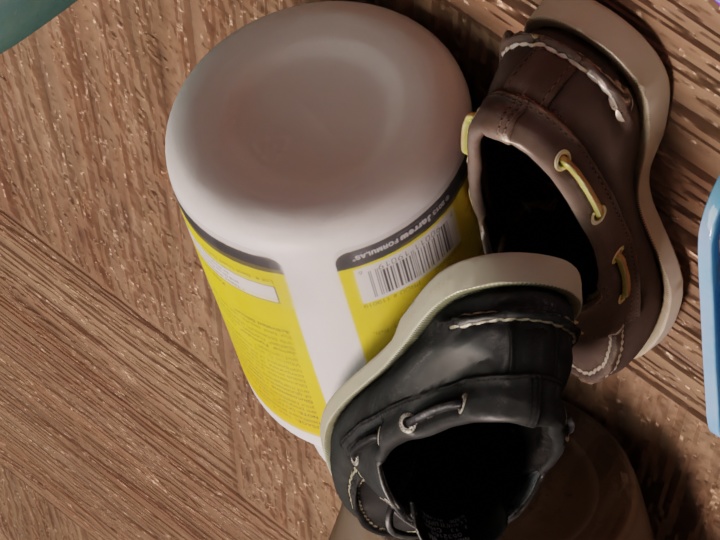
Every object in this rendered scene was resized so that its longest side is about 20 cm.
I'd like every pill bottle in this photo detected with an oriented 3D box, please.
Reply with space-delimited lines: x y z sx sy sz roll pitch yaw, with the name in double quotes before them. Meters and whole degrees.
"pill bottle" 0.000 0.000 0.930 0.112 0.112 0.200 30 156 28

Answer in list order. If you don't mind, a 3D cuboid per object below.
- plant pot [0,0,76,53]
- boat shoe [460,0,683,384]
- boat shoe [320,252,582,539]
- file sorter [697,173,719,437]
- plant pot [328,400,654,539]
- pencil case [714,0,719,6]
"plant pot" -0.175 -0.155 0.872 0.200 0.161 0.201 35 157 17
"boat shoe" 0.070 -0.014 0.853 0.072 0.060 0.200 32 157 22
"boat shoe" 0.033 0.066 0.859 0.074 0.066 0.199 5 152 -18
"file sorter" 0.198 0.020 0.610 0.200 0.123 0.139 31 157 26
"plant pot" 0.054 0.152 1.058 0.200 0.200 0.174 30 140 29
"pencil case" 0.047 -0.135 0.630 0.200 0.088 0.089 31 156 29
